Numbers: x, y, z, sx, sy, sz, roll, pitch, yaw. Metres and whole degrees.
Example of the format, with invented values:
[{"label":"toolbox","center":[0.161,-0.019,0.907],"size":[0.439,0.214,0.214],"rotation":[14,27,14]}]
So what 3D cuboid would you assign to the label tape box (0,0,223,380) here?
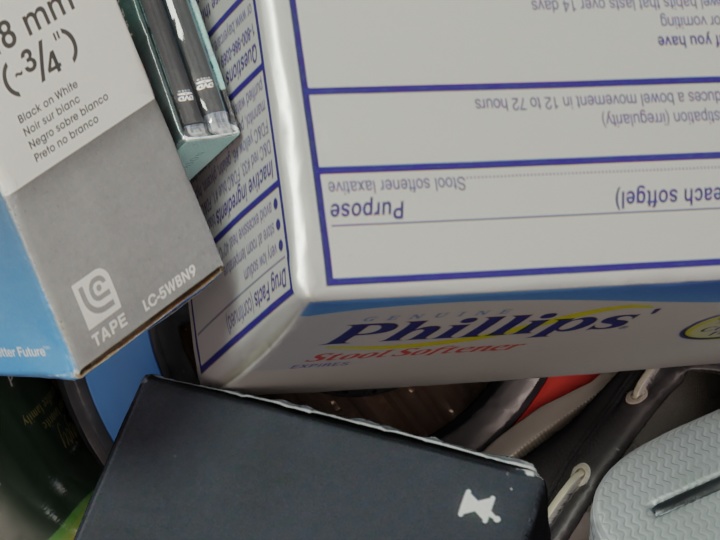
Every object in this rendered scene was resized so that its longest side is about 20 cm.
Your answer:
[{"label":"label tape box","center":[-0.134,-0.072,0.730],"size":[0.063,0.144,0.200],"rotation":[-38,115,-38]}]

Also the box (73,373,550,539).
[{"label":"box","center":[-0.027,0.171,0.791],"size":[0.124,0.197,0.200],"rotation":[14,59,12]}]

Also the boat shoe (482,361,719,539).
[{"label":"boat shoe","center":[0.110,0.039,0.876],"size":[0.200,0.060,0.074],"rotation":[-39,120,-8]}]

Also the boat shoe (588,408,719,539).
[{"label":"boat shoe","center":[0.160,0.057,0.836],"size":[0.200,0.072,0.062],"rotation":[-19,142,-5]}]

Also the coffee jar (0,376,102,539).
[{"label":"coffee jar","center":[-0.142,0.046,0.878],"size":[0.104,0.085,0.200],"rotation":[-30,99,7]}]

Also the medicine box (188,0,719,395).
[{"label":"medicine box","center":[0.040,-0.076,0.795],"size":[0.182,0.103,0.200],"rotation":[-3,76,-21]}]

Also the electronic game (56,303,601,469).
[{"label":"electronic game","center":[0.000,0.000,0.871],"size":[0.200,0.042,0.200],"rotation":[-4,102,-20]}]

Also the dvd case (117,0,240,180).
[{"label":"dvd case","center":[-0.104,-0.099,0.803],"size":[0.022,0.146,0.200],"rotation":[-9,73,-34]}]
